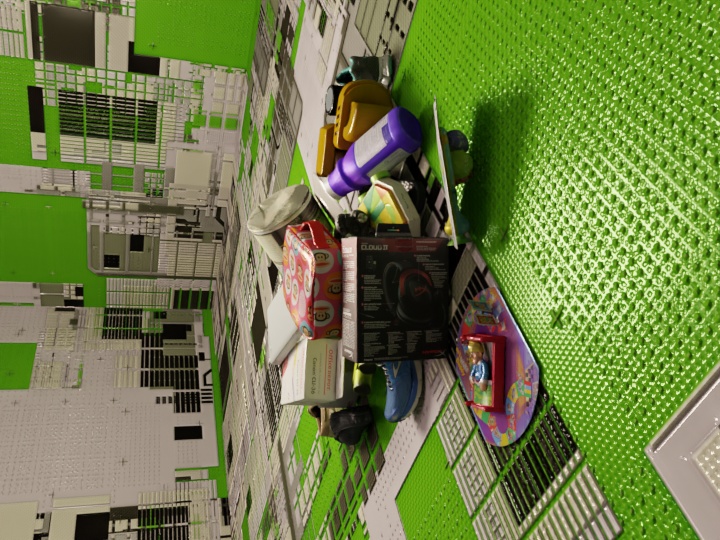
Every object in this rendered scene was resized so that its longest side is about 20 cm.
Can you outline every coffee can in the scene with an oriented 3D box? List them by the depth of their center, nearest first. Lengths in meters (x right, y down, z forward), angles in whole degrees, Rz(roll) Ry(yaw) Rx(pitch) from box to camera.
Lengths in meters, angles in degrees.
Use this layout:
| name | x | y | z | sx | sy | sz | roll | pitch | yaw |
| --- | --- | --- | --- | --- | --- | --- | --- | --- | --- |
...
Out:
| name | x | y | z | sx | sy | sz | roll | pitch | yaw |
| --- | --- | --- | --- | --- | --- | --- | --- | --- | --- |
| coffee can | -0.117 | -0.053 | 1.317 | 0.200 | 0.146 | 0.146 | 57 | 180 | -31 |

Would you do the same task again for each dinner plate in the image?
| name | x | y | z | sx | sy | sz | roll | pitch | yaw |
| --- | --- | --- | --- | --- | --- | --- | --- | --- | --- |
| dinner plate | -0.043 | -0.102 | 1.253 | 0.201 | 0.024 | 0.200 | 54 | 178 | 3 |

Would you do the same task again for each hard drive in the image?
| name | x | y | z | sx | sy | sz | roll | pitch | yaw |
| --- | --- | --- | --- | --- | --- | --- | --- | --- | --- |
| hard drive | -0.142 | 0.086 | 1.271 | 0.200 | 0.026 | 0.132 | 129 | 141 | -51 |

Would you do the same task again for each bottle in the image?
| name | x | y | z | sx | sy | sz | roll | pitch | yaw |
| --- | --- | --- | --- | --- | --- | --- | --- | --- | --- |
| bottle | 0.017 | -0.192 | 1.105 | 0.200 | 0.065 | 0.084 | -35 | 41 | 35 |

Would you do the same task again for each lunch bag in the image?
| name | x | y | z | sx | sy | sz | roll | pitch | yaw |
| --- | --- | --- | --- | --- | --- | --- | --- | --- | --- |
| lunch bag | -0.077 | 0.001 | 1.059 | 0.200 | 0.082 | 0.177 | -132 | 41 | -60 |

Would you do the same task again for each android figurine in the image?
| name | x | y | z | sx | sy | sz | roll | pitch | yaw |
| --- | --- | --- | --- | --- | --- | --- | --- | --- | --- |
| android figurine | 0.016 | 0.117 | 1.151 | 0.200 | 0.041 | 0.183 | -82 | 2 | -49 |

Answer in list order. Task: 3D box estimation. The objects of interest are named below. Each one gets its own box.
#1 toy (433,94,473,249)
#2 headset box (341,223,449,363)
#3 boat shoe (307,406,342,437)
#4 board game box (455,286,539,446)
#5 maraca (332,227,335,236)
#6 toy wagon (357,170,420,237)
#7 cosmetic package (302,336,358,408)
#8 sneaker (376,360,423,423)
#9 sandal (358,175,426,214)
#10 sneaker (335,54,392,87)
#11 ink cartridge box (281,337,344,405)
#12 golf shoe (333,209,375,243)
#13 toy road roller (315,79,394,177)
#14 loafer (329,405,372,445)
| name | x | y | z | sx | sy | sz | roll | pitch | yaw |
| --- | --- | --- | --- | --- | --- | --- | --- | --- | --- |
| toy | 0.132 | -0.134 | 0.883 | 0.115 | 0.047 | 0.201 | -53 | -43 | -82 |
| headset box | 0.051 | 0.030 | 0.953 | 0.075 | 0.148 | 0.201 | -177 | 86 | -70 |
| boat shoe | -0.085 | 0.298 | 1.444 | 0.200 | 0.064 | 0.072 | -126 | 43 | -60 |
| board game box | 0.152 | 0.123 | 0.822 | 0.200 | 0.039 | 0.158 | -107 | 27 | -44 |
| maraca | -0.044 | 0.016 | 1.215 | 0.137 | 0.106 | 0.201 | -88 | -3 | -51 |
| toy wagon | 0.041 | -0.066 | 1.090 | 0.156 | 0.039 | 0.200 | 65 | 153 | 14 |
| cosmetic package | -0.058 | 0.183 | 1.352 | 0.200 | 0.090 | 0.107 | -111 | 33 | -54 |
| sneaker | 0.051 | 0.145 | 1.038 | 0.079 | 0.089 | 0.201 | -165 | 78 | -71 |
| sandal | 0.059 | -0.132 | 1.130 | 0.200 | 0.048 | 0.076 | 28 | 113 | 55 |
| sneaker | -0.011 | -0.365 | 1.272 | 0.200 | 0.091 | 0.078 | 135 | 135 | -63 |
| ink cartridge box | -0.093 | 0.194 | 1.235 | 0.200 | 0.067 | 0.117 | 146 | 128 | -62 |
| golf shoe | 0.000 | 0.000 | 1.086 | 0.088 | 0.077 | 0.201 | 129 | 134 | -66 |
| toy road roller | 0.000 | -0.246 | 1.179 | 0.146 | 0.122 | 0.201 | -136 | 51 | -65 |
| loafer | -0.016 | 0.303 | 1.252 | 0.201 | 0.068 | 0.071 | 131 | 130 | -68 |
